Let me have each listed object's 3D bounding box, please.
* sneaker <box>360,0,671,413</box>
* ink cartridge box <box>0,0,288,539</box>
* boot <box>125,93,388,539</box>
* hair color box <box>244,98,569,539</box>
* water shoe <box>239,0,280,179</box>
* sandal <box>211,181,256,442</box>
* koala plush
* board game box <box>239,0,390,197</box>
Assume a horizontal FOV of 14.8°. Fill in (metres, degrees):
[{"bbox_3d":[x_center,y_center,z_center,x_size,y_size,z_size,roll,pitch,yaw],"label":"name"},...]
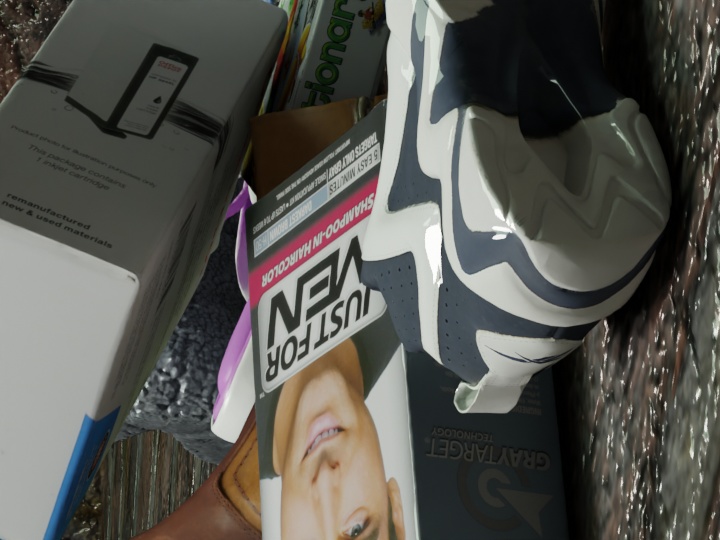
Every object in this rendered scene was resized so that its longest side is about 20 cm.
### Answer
[{"bbox_3d":[0.034,-0.045,0.845,0.130,0.079,0.200,114,147,-48],"label":"sneaker"},{"bbox_3d":[-0.108,-0.013,1.076,0.200,0.084,0.146,-67,-2,-54],"label":"ink cartridge box"},{"bbox_3d":[-0.036,0.033,1.034,0.068,0.188,0.201,20,-118,-52],"label":"boot"},{"bbox_3d":[0.014,0.056,0.917,0.099,0.060,0.201,-36,52,51],"label":"hair color box"},{"bbox_3d":[-0.049,-0.118,1.246,0.200,0.079,0.072,-55,26,28],"label":"water shoe"},{"bbox_3d":[-0.044,-0.016,1.280,0.083,0.050,0.203,121,167,-51],"label":"sandal"},{"bbox_3d":[-0.094,-0.009,1.452,0.184,0.177,0.201,132,145,-75],"label":"koala plush"},{"bbox_3d":[-0.005,-0.125,1.136,0.126,0.034,0.201,-133,58,-78],"label":"board game box"}]
